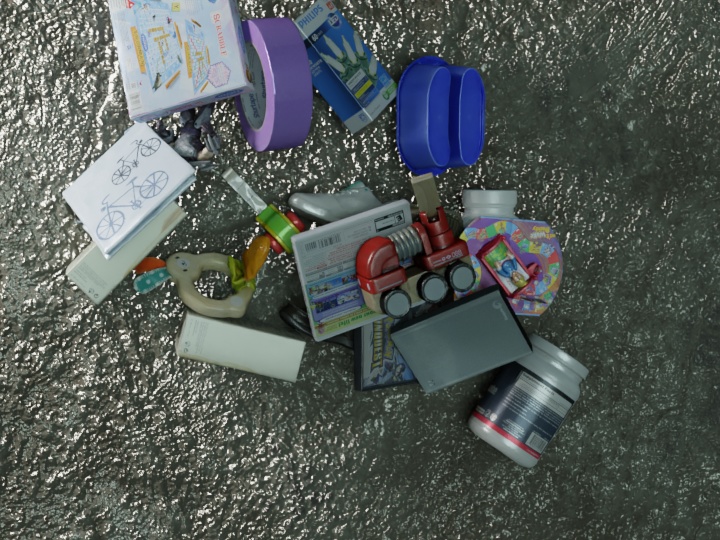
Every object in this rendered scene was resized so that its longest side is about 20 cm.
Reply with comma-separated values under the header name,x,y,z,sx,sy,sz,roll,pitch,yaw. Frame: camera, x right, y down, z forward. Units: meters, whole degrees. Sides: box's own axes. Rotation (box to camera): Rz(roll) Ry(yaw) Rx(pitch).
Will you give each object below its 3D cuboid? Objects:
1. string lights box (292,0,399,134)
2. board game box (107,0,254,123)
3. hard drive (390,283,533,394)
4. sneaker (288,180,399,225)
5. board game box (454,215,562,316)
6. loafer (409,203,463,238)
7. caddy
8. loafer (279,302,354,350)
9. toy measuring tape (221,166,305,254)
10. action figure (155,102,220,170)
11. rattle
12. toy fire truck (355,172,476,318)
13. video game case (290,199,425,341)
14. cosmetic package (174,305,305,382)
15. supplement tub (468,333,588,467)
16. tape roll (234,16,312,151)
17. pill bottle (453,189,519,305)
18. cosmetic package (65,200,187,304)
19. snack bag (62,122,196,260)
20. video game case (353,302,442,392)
name,x,y,z,sx,sy,sz,roll,pitch,yaw
string lights box,-0.035,-0.336,1.662,0.200,0.059,0.103,50,50,-14
board game box,-0.278,-0.351,1.575,0.197,0.041,0.202,-12,85,13
hard drive,0.168,0.115,1.692,0.198,0.033,0.140,-24,118,17
sneaker,-0.025,-0.112,1.708,0.198,0.075,0.089,16,89,-24
board game box,0.249,-0.005,1.674,0.198,0.039,0.160,4,94,-15
loafer,0.076,-0.076,1.679,0.198,0.068,0.076,-1,114,-24
caddy,0.128,-0.257,1.708,0.140,0.105,0.202,-5,100,-35
loafer,-0.044,0.086,1.725,0.198,0.073,0.072,20,88,-24
toy measuring tape,-0.151,-0.090,1.677,0.074,0.074,0.200,-43,104,-5
action figure,-0.269,-0.235,1.624,0.129,0.069,0.202,9,82,22
rattle,-0.259,-0.012,1.618,0.198,0.143,0.131,23,61,-3
toy fire truck,0.076,-0.045,1.568,0.175,0.129,0.202,-21,105,-14
video game case,0.000,0.000,1.625,0.198,0.022,0.184,-19,116,-16
cosmetic package,-0.198,0.119,1.671,0.198,0.104,0.074,15,93,-13
supplement tub,0.293,0.226,1.777,0.140,0.140,0.201,34,87,-14
tape roll,-0.140,-0.289,1.587,0.065,0.200,0.202,-10,98,-23
pill bottle,0.218,-0.037,1.745,0.115,0.116,0.202,0,95,-13
cosmetic package,-0.370,-0.046,1.614,0.200,0.105,0.071,-45,105,-4
snack bag,-0.364,-0.130,1.579,0.189,0.200,0.021,-45,139,-4
video game case,0.066,0.095,1.732,0.179,0.025,0.202,-4,96,-38
